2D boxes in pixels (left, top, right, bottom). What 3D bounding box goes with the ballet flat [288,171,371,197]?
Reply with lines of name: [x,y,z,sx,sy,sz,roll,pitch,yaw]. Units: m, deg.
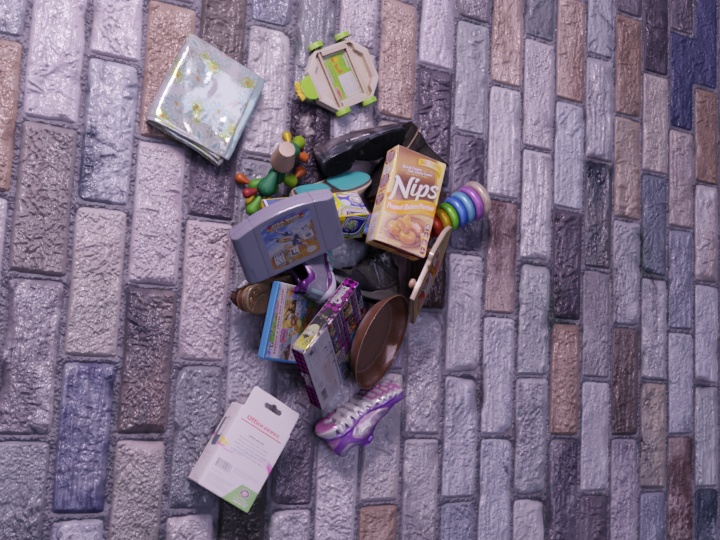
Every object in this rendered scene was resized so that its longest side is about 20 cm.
ballet flat: [-0.063,-0.150,1.626,0.199,0.069,0.070,-17,94,-37]

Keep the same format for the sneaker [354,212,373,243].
sneaker: [0.040,-0.093,1.666,0.198,0.075,0.079,17,77,-20]

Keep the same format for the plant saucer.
plant saucer: [0.032,0.137,1.620,0.200,0.036,0.202,-43,145,-40]

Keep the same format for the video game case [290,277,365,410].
video game case: [-0.050,0.142,1.547,0.182,0.036,0.201,-52,150,-27]

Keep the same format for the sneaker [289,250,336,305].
sneaker: [-0.102,-0.033,1.546,0.087,0.074,0.202,19,43,-39]

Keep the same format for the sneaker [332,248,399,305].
sneaker: [0.000,0.000,1.640,0.198,0.076,0.116,14,76,-33]

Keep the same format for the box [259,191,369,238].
box: [-0.090,-0.098,1.531,0.198,0.065,0.070,-8,49,-25]

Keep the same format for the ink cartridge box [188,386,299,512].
ink cartridge box: [-0.213,0.325,1.503,0.117,0.067,0.201,37,71,-20]

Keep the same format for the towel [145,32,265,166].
towel: [-0.289,-0.320,1.526,0.170,0.048,0.202,30,72,-24]

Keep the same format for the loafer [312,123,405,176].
loafer: [-0.003,-0.261,1.648,0.198,0.073,0.073,-22,53,-20]

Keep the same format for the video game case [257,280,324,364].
video game case: [-0.107,0.108,1.558,0.199,0.018,0.145,17,84,-50]

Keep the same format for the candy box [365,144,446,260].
candy box: [0.091,-0.134,1.621,0.114,0.055,0.202,19,78,-20]

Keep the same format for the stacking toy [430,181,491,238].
stacking toy: [0.185,-0.116,1.752,0.199,0.085,0.086,-29,99,-23]

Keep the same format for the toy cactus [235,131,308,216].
toy cactus: [-0.158,-0.198,1.529,0.102,0.165,0.200,43,64,1]

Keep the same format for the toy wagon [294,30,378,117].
toy wagon: [-0.056,-0.394,1.664,0.199,0.039,0.157,-28,99,-27]

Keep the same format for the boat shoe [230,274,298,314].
boat shoe: [-0.160,0.042,1.554,0.199,0.067,0.073,-6,98,-46]

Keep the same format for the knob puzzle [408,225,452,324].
knob puzzle: [0.137,-0.007,1.668,0.030,0.220,0.221,23,72,11]

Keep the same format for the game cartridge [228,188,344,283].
game cartridge: [-0.130,-0.065,1.456,0.198,0.042,0.134,-25,140,-10]

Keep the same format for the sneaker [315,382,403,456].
sneaker: [0.007,0.301,1.624,0.199,0.080,0.089,-31,107,-22]

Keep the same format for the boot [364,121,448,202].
boot: [0.106,-0.197,1.719,0.138,0.077,0.201,40,70,-25]
